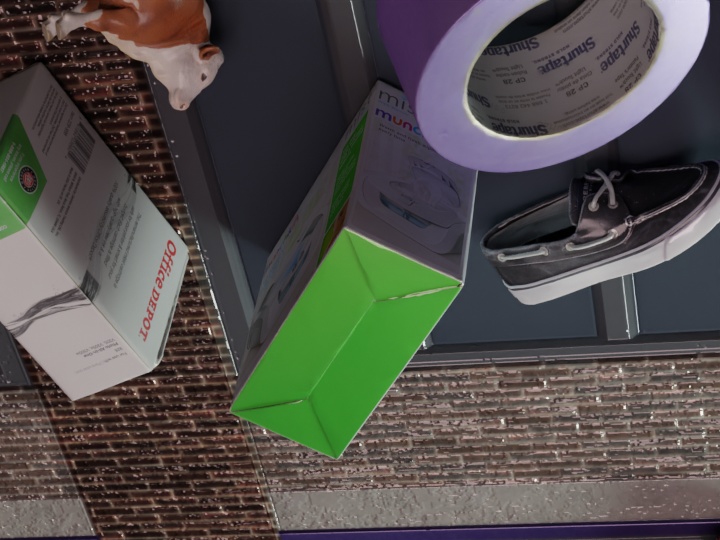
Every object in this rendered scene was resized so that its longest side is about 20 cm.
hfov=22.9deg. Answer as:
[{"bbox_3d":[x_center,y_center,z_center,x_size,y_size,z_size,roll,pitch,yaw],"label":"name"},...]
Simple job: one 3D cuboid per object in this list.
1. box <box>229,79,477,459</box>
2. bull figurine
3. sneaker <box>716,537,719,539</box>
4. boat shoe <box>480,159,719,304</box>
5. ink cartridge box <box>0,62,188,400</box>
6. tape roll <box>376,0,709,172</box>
[{"bbox_3d":[0.000,0.000,1.279,0.096,0.177,0.201,24,130,-12],"label":"box"},{"bbox_3d":[-0.152,-0.200,1.200,0.120,0.065,0.202,-13,126,-21],"label":"bull figurine"},{"bbox_3d":[0.301,0.283,1.539,0.199,0.068,0.108,-20,123,20],"label":"sneaker"},{"bbox_3d":[0.177,-0.041,1.289,0.199,0.072,0.068,-22,125,34],"label":"boat shoe"},{"bbox_3d":[-0.225,-0.026,1.316,0.083,0.147,0.201,-21,123,24],"label":"ink cartridge box"},{"bbox_3d":[0.115,-0.159,1.130,0.198,0.086,0.201,-14,145,-10],"label":"tape roll"}]
